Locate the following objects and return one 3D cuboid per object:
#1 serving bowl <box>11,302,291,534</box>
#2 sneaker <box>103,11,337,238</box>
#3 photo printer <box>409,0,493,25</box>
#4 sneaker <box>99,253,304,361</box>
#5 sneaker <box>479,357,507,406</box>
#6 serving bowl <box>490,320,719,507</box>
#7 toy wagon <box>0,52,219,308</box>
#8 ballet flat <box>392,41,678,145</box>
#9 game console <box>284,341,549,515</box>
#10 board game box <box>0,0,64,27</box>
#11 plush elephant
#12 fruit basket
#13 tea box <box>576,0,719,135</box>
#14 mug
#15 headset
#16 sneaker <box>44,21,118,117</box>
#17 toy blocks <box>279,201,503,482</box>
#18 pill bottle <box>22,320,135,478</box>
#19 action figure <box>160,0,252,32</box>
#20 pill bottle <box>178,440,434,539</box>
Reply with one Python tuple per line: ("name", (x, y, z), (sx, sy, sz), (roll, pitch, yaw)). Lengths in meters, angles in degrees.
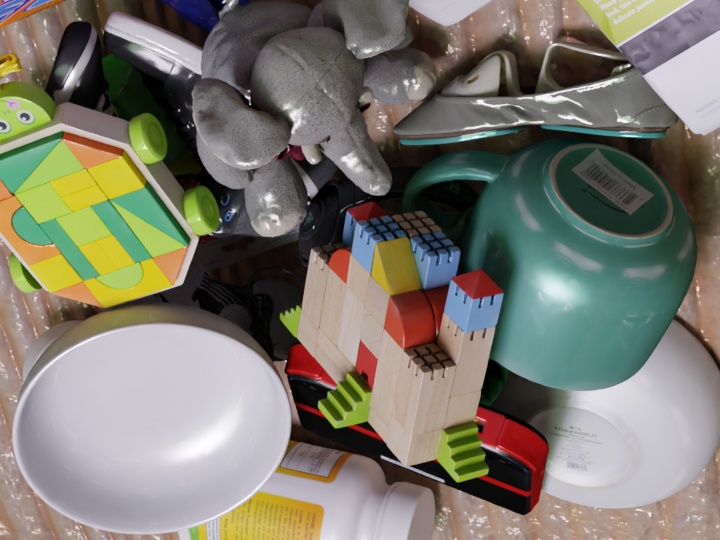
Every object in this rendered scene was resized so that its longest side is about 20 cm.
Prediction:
("serving bowl", (-0.151, 0.097, 1.341), (0.198, 0.066, 0.201), (-5, 127, -7))
("sneaker", (-0.106, -0.086, 1.263), (0.199, 0.112, 0.073), (28, -178, -30))
("photo printer", (0.059, -0.244, 1.115), (0.166, 0.070, 0.200), (44, 138, -16))
("sneaker", (-0.138, 0.037, 1.432), (0.199, 0.076, 0.115), (16, 156, -32))
("sneaker", (0.056, 0.072, 1.351), (0.200, 0.074, 0.084), (-47, 62, 56))
("serving bowl", (0.170, 0.110, 1.387), (0.199, 0.066, 0.201), (14, 135, 14))
("toy wagon", (-0.195, -0.056, 1.229), (0.154, 0.040, 0.200), (-17, 130, 21))
("ballet flat", (0.114, -0.118, 1.226), (0.198, 0.067, 0.064), (0, 102, 26))
("game console", (0.041, 0.117, 1.367), (0.199, 0.031, 0.177), (21, 163, 11))
("board game box", (-0.219, -0.270, 1.105), (0.199, 0.200, 0.201), (-26, 96, 41))
("plush elephant", (-0.031, -0.109, 1.155), (0.164, 0.155, 0.200), (-38, 124, 0))
("fruit basket", (-0.144, -0.076, 1.382), (0.184, 0.094, 0.200), (-17, 136, 37))
("tea box", (0.189, -0.221, 0.982), (0.197, 0.200, 0.133), (46, 134, -16))
("mug", (0.131, -0.016, 1.224), (0.184, 0.153, 0.115), (6, 136, -18))
("headset", (0.000, 0.000, 1.341), (0.199, 0.095, 0.123), (-23, 135, 26))
("sneaker", (-0.177, -0.085, 1.278), (0.082, 0.072, 0.201), (9, 134, -3))
("toy blocks", (0.023, 0.026, 1.222), (0.200, 0.099, 0.138), (47, 137, 44))
("pill bottle", (-0.206, 0.111, 1.489), (0.115, 0.114, 0.200), (57, 170, -27))
("action figure", (-0.113, -0.207, 1.246), (0.199, 0.065, 0.099), (27, 143, 0))
("pill bottle", (-0.043, 0.203, 1.552), (0.198, 0.111, 0.112), (10, 134, 18))
